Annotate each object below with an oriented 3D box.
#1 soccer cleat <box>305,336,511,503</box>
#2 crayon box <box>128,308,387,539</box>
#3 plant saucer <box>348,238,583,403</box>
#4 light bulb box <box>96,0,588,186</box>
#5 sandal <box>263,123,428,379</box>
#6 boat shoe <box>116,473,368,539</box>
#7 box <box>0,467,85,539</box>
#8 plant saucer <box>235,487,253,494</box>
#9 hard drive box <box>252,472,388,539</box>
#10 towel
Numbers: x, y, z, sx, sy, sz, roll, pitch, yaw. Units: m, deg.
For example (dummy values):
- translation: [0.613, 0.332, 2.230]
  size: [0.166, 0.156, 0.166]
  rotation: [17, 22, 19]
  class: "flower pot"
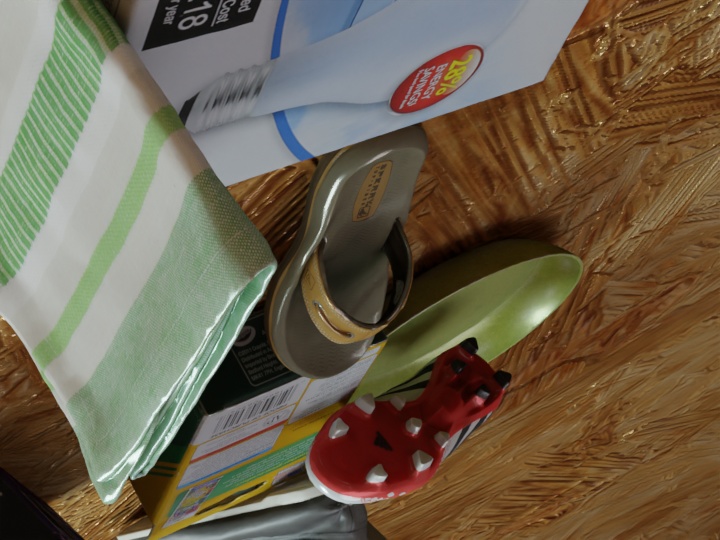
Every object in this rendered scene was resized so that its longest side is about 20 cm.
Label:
- translation: [0.023, 0.108, 1.306]
  size: [0.200, 0.069, 0.085]
  rotation: [-33, 165, -53]
  class: "soccer cleat"
- translation: [-0.072, 0.087, 1.264]
  size: [0.125, 0.052, 0.200]
  rotation: [-22, 160, -27]
  class: "crayon box"
- translation: [0.053, 0.035, 1.360]
  size: [0.199, 0.031, 0.200]
  rotation: [-27, 161, -10]
  class: "plant saucer"
- translation: [-0.015, -0.133, 0.641]
  size: [0.199, 0.125, 0.199]
  rotation: [-20, 160, -26]
  class: "light bulb box"
- translation: [0.000, 0.000, 1.096]
  size: [0.080, 0.054, 0.201]
  rotation: [-22, 150, -30]
  class: "sandal"
- translation: [-0.081, 0.179, 1.390]
  size: [0.199, 0.057, 0.067]
  rotation: [-17, -176, 33]
  class: "boat shoe"
- translation: [-0.183, 0.190, 1.200]
  size: [0.079, 0.141, 0.200]
  rotation: [-43, 164, -8]
  class: "box"
- translation: [-0.070, 0.199, 1.592]
  size: [0.200, 0.039, 0.201]
  rotation: [-27, 162, -9]
  class: "plant saucer"
- translation: [-0.060, 0.259, 1.470]
  size: [0.200, 0.156, 0.077]
  rotation: [-49, 170, 10]
  class: "hard drive box"
- translation: [-0.106, -0.042, 0.615]
  size: [0.023, 0.201, 0.153]
  rotation: [-26, 163, -32]
  class: "towel"
